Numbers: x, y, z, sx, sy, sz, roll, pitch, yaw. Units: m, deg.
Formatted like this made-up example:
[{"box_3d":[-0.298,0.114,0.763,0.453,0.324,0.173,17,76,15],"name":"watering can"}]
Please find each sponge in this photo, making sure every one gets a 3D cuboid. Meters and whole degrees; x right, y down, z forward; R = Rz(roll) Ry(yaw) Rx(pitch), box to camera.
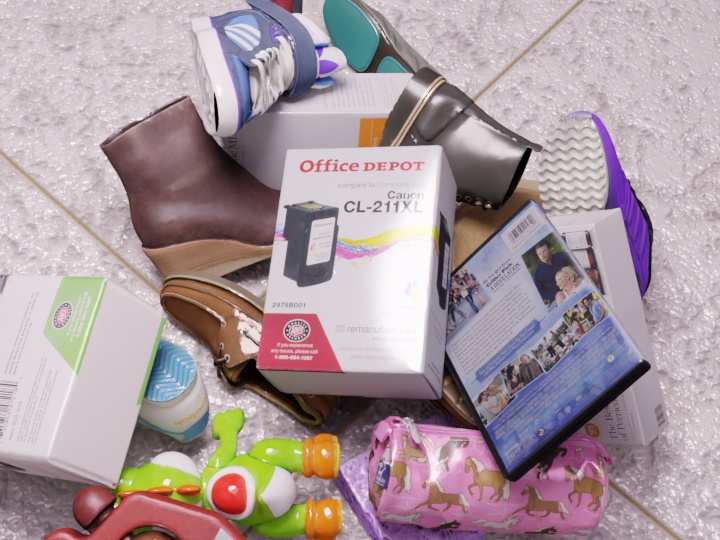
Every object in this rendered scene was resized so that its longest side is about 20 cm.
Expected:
[{"box_3d":[0.089,0.180,0.944,0.198,0.030,0.112,-25,64,-20],"name":"sponge"}]

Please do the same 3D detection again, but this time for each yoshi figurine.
[{"box_3d":[-0.117,0.182,0.883,0.197,0.113,0.113,0,38,-10],"name":"yoshi figurine"}]

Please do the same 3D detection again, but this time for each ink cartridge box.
[{"box_3d":[0.000,0.000,0.909,0.144,0.083,0.203,0,69,15],"name":"ink cartridge box"},{"box_3d":[-0.273,0.085,0.864,0.198,0.084,0.147,1,67,31],"name":"ink cartridge box"}]

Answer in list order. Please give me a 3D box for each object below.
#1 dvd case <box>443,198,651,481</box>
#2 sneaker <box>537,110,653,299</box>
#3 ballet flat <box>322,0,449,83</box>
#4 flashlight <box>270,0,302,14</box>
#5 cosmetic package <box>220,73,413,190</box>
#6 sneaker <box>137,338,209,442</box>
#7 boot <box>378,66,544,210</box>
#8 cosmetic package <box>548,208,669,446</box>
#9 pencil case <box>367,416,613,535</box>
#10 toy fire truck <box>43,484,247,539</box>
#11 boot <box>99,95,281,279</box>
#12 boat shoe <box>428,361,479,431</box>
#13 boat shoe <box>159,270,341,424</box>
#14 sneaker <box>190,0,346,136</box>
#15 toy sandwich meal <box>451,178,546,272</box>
[{"box_3d":[0.132,0.051,0.868,0.143,0.017,0.201,-44,43,18],"name":"dvd case"},{"box_3d":[0.225,-0.055,0.978,0.069,0.203,0.099,2,25,42],"name":"sneaker"},{"box_3d":[0.032,-0.234,1.182,0.063,0.068,0.201,-14,58,-46],"name":"ballet flat"},{"box_3d":[-0.090,-0.259,1.092,0.067,0.201,0.068,12,58,3],"name":"flashlight"},{"box_3d":[-0.043,-0.138,1.074,0.197,0.102,0.072,-2,43,-7],"name":"cosmetic package"},{"box_3d":[-0.212,0.084,0.946,0.076,0.081,0.199,-40,51,-24],"name":"sneaker"},{"box_3d":[0.069,-0.067,0.999,0.138,0.202,0.077,33,27,15],"name":"boot"},{"box_3d":[0.204,0.052,0.937,0.050,0.082,0.203,-26,105,-41],"name":"cosmetic package"},{"box_3d":[0.105,0.171,0.883,0.197,0.087,0.084,6,60,-5],"name":"pencil case"},{"box_3d":[-0.176,0.252,0.781,0.168,0.112,0.200,42,83,3],"name":"toy fire truck"},{"box_3d":[-0.127,-0.088,1.008,0.198,0.168,0.072,-28,23,-16],"name":"boot"},{"box_3d":[0.063,0.075,0.975,0.071,0.068,0.200,-23,56,-29],"name":"boat shoe"},{"box_3d":[-0.104,0.068,0.965,0.198,0.072,0.068,26,58,10],"name":"boat shoe"},{"box_3d":[-0.078,-0.188,0.979,0.144,0.082,0.201,-5,31,-12],"name":"sneaker"},{"box_3d":[0.153,0.004,1.042,0.202,0.070,0.208,5,67,-11],"name":"toy sandwich meal"}]
